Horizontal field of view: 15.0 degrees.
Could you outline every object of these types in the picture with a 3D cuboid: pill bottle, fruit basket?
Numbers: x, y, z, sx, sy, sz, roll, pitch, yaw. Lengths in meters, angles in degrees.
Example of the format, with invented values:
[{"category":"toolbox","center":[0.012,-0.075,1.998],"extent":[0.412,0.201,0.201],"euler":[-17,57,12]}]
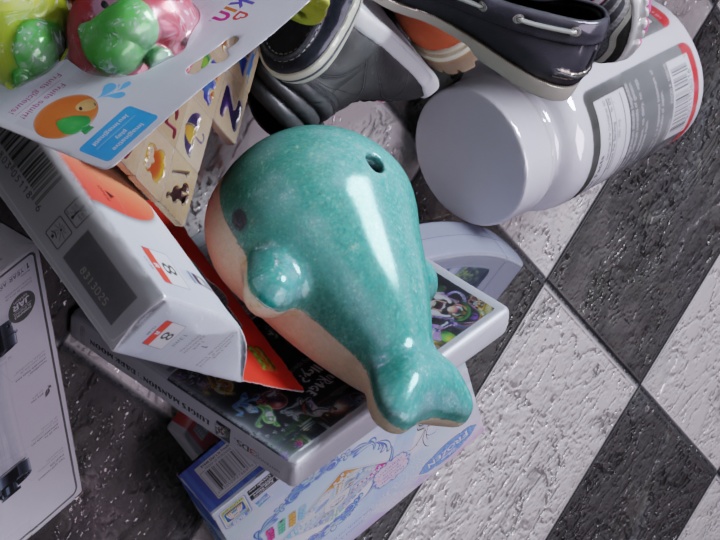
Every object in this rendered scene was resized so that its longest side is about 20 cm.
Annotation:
[{"category":"pill bottle","center":[0.134,-0.108,1.856],"extent":[0.199,0.113,0.115],"euler":[-28,136,-43]},{"category":"fruit basket","center":[-0.131,-0.134,1.348],"extent":[0.185,0.199,0.094],"euler":[-42,130,-29]}]

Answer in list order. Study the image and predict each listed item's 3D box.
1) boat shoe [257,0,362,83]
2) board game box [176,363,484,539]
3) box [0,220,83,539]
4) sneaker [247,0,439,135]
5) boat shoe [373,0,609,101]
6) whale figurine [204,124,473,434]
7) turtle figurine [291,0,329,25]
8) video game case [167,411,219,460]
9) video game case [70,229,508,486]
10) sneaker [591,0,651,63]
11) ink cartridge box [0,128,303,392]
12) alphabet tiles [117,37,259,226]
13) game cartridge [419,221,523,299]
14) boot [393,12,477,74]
[{"category":"boat shoe","center":[-0.030,-0.207,1.552],"extent":[0.062,0.074,0.202],"euler":[10,93,-53]},{"category":"board game box","center":[-0.015,0.118,1.798],"extent":[0.200,0.043,0.199],"euler":[-39,155,-10]},{"category":"box","center":[-0.224,0.076,1.513],"extent":[0.117,0.060,0.201],"euler":[-41,144,-32]},{"category":"sneaker","center":[-0.018,-0.119,1.673],"extent":[0.099,0.071,0.200],"euler":[-43,164,7]},{"category":"boat shoe","center":[0.058,-0.179,1.616],"extent":[0.063,0.199,0.073],"euler":[-53,-171,37]},{"category":"whale figurine","center":[0.000,0.000,1.565],"extent":[0.159,0.200,0.104],"euler":[0,137,-49]},{"category":"turtle figurine","center":[-0.032,-0.225,1.476],"extent":[0.199,0.064,0.162],"euler":[33,70,-20]},{"category":"video game case","center":[-0.041,0.059,1.821],"extent":[0.200,0.017,0.143],"euler":[-54,149,-14]},{"category":"video game case","center":[-0.041,0.032,1.634],"extent":[0.200,0.181,0.023],"euler":[-33,143,-39]},{"category":"sneaker","center":[0.124,-0.195,1.679],"extent":[0.087,0.074,0.200],"euler":[-21,145,-5]},{"category":"ink cartridge box","center":[-0.109,-0.012,1.511],"extent":[0.050,0.162,0.200],"euler":[-47,153,17]},{"category":"alphabet tiles","center":[-0.095,-0.135,1.517],"extent":[0.167,0.007,0.201],"euler":[50,50,-59]},{"category":"game cartridge","center":[0.024,0.026,1.802],"extent":[0.199,0.041,0.134],"euler":[-6,135,-55]},{"category":"boot","center":[0.078,-0.234,1.714],"extent":[0.107,0.075,0.201],"euler":[42,72,-47]}]
